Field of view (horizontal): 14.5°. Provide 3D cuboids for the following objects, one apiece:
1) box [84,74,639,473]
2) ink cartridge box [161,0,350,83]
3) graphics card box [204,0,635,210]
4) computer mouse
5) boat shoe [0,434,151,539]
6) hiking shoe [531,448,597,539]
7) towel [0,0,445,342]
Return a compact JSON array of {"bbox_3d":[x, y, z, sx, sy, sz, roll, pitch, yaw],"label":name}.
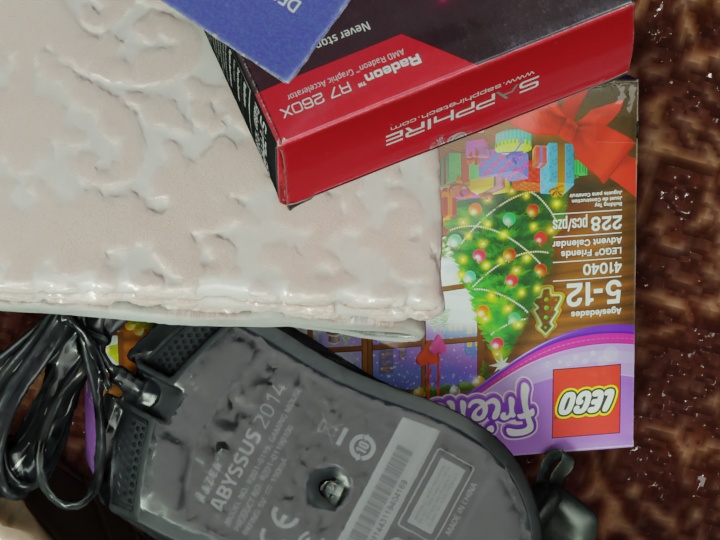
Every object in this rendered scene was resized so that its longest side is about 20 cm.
[{"bbox_3d":[0.000,0.000,1.009,0.199,0.039,0.137,-4,103,-13],"label":"box"},{"bbox_3d":[-0.041,-0.193,0.888,0.197,0.047,0.200,34,78,16],"label":"ink cartridge box"},{"bbox_3d":[-0.008,-0.134,0.920,0.125,0.051,0.200,-21,69,-7],"label":"graphics card box"},{"bbox_3d":[-0.028,0.058,0.969,0.200,0.053,0.139,34,84,-9],"label":"computer mouse"},{"bbox_3d":[-0.136,0.099,0.988,0.075,0.075,0.202,-40,107,17],"label":"boat shoe"},{"bbox_3d":[0.069,0.166,0.978,0.087,0.200,0.074,-39,149,30],"label":"hiking shoe"},{"bbox_3d":[-0.072,-0.070,0.930,0.199,0.032,0.192,4,62,-15],"label":"towel"}]
